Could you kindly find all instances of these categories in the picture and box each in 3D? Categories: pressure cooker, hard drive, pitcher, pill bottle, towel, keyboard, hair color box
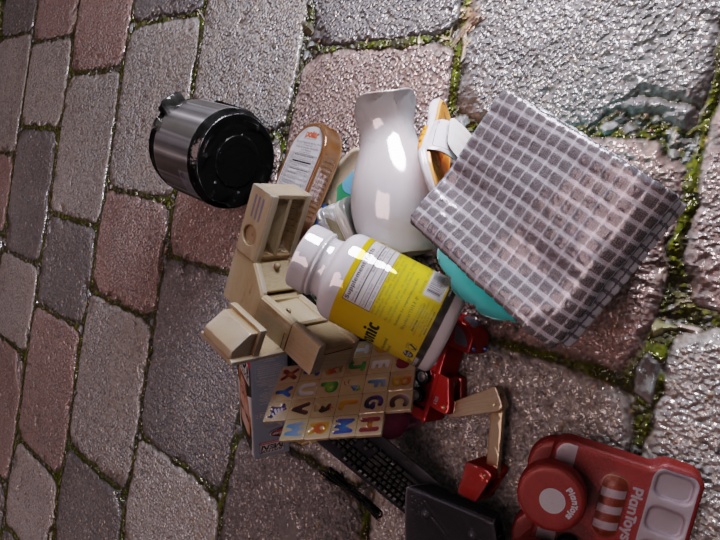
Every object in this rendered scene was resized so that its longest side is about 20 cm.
[{"bbox_3d":[-0.275,-0.214,1.047,0.199,0.178,0.177,22,103,39],"label":"pressure cooker"},{"bbox_3d":[0.117,0.363,0.711,0.134,0.042,0.202,7,106,41],"label":"hard drive"},{"bbox_3d":[0.044,-0.117,0.794,0.120,0.172,0.202,-8,85,2],"label":"pitcher"},{"bbox_3d":[0.017,0.025,0.699,0.199,0.111,0.112,28,106,7],"label":"pill bottle"},{"bbox_3d":[0.155,-0.052,0.538,0.200,0.085,0.166,45,114,33],"label":"towel"},{"bbox_3d":[0.024,0.275,0.766,0.200,0.021,0.127,41,122,-5],"label":"keyboard"},{"bbox_3d":[-0.154,0.178,0.922,0.099,0.060,0.202,-138,44,-58],"label":"hair color box"}]

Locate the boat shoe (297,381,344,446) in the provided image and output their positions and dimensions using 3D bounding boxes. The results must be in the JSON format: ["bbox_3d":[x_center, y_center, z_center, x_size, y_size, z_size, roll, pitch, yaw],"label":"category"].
[{"bbox_3d":[-0.048,0.229,0.849,0.076,0.071,0.200,56,149,15],"label":"boat shoe"}]

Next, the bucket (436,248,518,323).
[{"bbox_3d":[0.196,-0.042,0.647,0.206,0.134,0.209,-6,81,40],"label":"bucket"}]

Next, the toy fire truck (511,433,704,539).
[{"bbox_3d":[0.242,0.274,0.606,0.167,0.112,0.202,14,96,22],"label":"toy fire truck"}]

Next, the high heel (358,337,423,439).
[{"bbox_3d":[0.008,0.140,0.819,0.067,0.096,0.201,-42,61,30],"label":"high heel"}]

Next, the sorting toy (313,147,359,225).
[{"bbox_3d":[-0.025,-0.060,0.907,0.185,0.036,0.201,-41,61,31],"label":"sorting toy"}]

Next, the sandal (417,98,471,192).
[{"bbox_3d":[0.113,-0.158,0.728,0.059,0.079,0.208,-13,42,24],"label":"sandal"}]

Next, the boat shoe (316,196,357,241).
[{"bbox_3d":[-0.001,0.000,0.829,0.064,0.074,0.203,-17,99,34],"label":"boat shoe"}]

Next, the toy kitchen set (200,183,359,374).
[{"bbox_3d":[-0.106,0.011,0.761,0.200,0.163,0.182,35,116,33],"label":"toy kitchen set"}]

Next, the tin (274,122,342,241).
[{"bbox_3d":[-0.095,-0.141,0.951,0.112,0.042,0.201,24,93,47],"label":"tin"}]

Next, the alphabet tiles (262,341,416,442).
[{"bbox_3d":[-0.025,0.152,0.768,0.198,0.167,0.006,-9,123,17],"label":"alphabet tiles"}]

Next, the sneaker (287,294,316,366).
[{"bbox_3d":[-0.082,0.084,0.917,0.072,0.082,0.202,-35,61,52],"label":"sneaker"}]

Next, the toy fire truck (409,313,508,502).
[{"bbox_3d":[0.133,0.163,0.739,0.140,0.049,0.202,23,100,40],"label":"toy fire truck"}]
